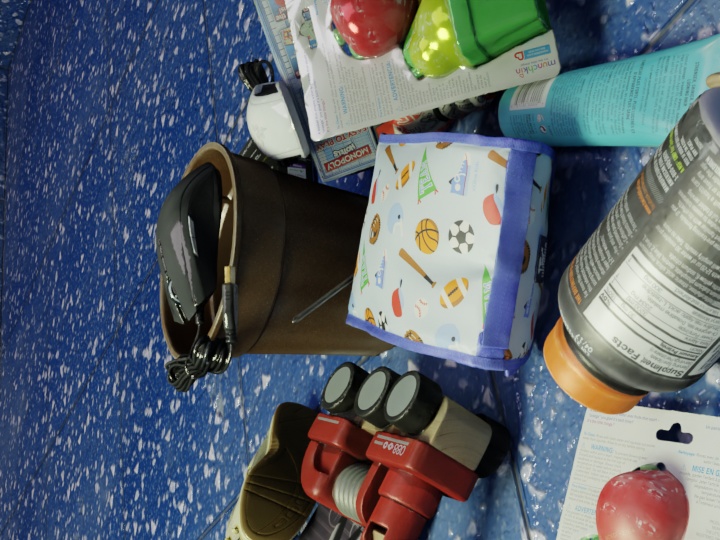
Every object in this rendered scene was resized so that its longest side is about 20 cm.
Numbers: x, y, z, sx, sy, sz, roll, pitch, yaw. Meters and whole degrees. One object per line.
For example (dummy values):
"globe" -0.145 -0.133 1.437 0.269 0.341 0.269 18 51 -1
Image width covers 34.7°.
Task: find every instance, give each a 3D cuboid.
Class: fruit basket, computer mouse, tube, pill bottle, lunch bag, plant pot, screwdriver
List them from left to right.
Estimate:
"computer mouse" -0.139 -0.003 0.956 0.140 0.046 0.201 -20 65 62
"computer mouse" -0.083 -0.139 1.056 0.200 0.044 0.110 -123 14 -78
"plant pot" -0.062 -0.004 1.074 0.200 0.198 0.201 -31 55 58
"screwdriver" 0.000 0.000 0.988 0.029 0.200 0.028 -19 103 48
"fruit basket" 0.040 -0.211 0.882 0.199 0.094 0.186 -15 82 24
"lunch bag" 0.080 -0.017 0.882 0.200 0.123 0.171 -166 84 -73
"tube" 0.176 -0.117 0.806 0.200 0.050 0.078 5 91 59
"fruit basket" 0.177 0.184 0.693 0.185 0.094 0.201 -3 64 63
"pill bottle" 0.187 -0.001 0.678 0.200 0.106 0.106 -58 34 38

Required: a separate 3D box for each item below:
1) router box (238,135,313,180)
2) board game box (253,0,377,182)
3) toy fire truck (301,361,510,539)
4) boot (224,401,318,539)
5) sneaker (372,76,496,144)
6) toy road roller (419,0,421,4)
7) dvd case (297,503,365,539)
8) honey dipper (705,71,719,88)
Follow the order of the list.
"router box" -0.118 -0.081 1.374 0.200 0.051 0.150 -44 43 51
"board game box" -0.037 -0.164 1.095 0.200 0.062 0.200 75 175 -74
"toy fire truck" 0.019 0.194 0.924 0.200 0.129 0.176 -62 23 -14
"boot" -0.096 0.248 1.168 0.200 0.072 0.155 -77 9 -59
"sneaker" 0.065 -0.137 1.009 0.201 0.108 0.067 62 -166 -72
"toy road roller" 0.001 -0.302 1.132 0.200 0.123 0.146 -33 65 56
"dvd case" -0.017 0.261 1.034 0.200 0.016 0.149 -59 27 -4
"honey dipper" 0.238 -0.170 0.704 0.038 0.038 0.201 5 86 64
